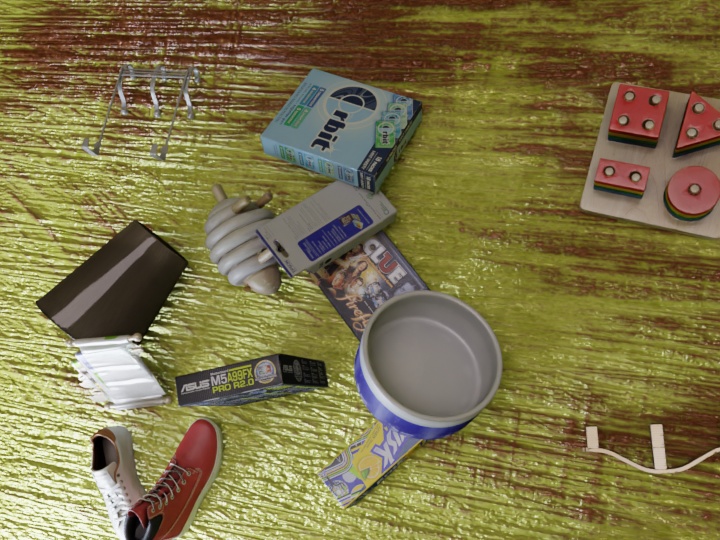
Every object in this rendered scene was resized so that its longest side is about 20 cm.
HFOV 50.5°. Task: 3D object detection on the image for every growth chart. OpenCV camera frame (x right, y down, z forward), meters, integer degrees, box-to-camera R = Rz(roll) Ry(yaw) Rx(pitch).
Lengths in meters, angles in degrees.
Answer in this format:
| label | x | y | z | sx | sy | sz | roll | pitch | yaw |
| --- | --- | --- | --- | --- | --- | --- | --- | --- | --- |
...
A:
| label | x | y | z | sx | sy | sz | roll | pitch | yaw |
| --- | --- | --- | --- | --- | --- | --- | --- | --- | --- |
| growth chart | -0.386 | 0.166 | 1.215 | 0.145 | 0.200 | 0.018 | -1 | 47 | 8 |

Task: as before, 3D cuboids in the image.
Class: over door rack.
| label | x | y | z | sx | sy | sz | roll | pitch | yaw |
| --- | --- | --- | --- | --- | --- | --- | --- | --- | --- |
| over door rack | -0.373 | -0.268 | 1.324 | 0.148 | 0.067 | 0.200 | 6 | 62 | 17 |

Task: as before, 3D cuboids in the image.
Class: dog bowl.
| label | x | y | z | sx | sy | sz | roll | pitch | yaw |
| --- | --- | --- | --- | --- | --- | --- | --- | --- | --- |
| dog bowl | 0.093 | 0.132 | 1.078 | 0.200 | 0.079 | 0.200 | 6 | 57 | -9 |

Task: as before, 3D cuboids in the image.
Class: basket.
| label | x | y | z | sx | sy | sz | roll | pitch | yaw |
| --- | --- | --- | --- | --- | --- | --- | --- | --- | --- |
| basket | -0.389 | 0.029 | 1.252 | 0.180 | 0.136 | 0.200 | 43 | 84 | -27 |

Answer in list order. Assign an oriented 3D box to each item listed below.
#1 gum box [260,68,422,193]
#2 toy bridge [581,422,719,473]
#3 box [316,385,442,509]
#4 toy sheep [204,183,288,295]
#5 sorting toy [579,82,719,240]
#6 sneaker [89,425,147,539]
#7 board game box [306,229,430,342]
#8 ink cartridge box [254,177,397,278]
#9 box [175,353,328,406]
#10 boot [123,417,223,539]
| label | x | y | z | sx | sy | sz | roll | pitch | yaw |
| --- | --- | --- | --- | --- | --- | --- | --- | --- | --- |
| gum box | -0.028 | -0.225 | 1.205 | 0.200 | 0.045 | 0.170 | 21 | 60 | 18 |
| toy bridge | 0.408 | 0.243 | 1.048 | 0.200 | 0.027 | 0.067 | -5 | 81 | 15 |
| box | 0.037 | 0.260 | 1.131 | 0.200 | 0.064 | 0.070 | -42 | 73 | 5 |
| toy sheep | -0.181 | -0.051 | 1.209 | 0.138 | 0.138 | 0.200 | -27 | 79 | 10 |
| sorting toy | 0.436 | -0.165 | 1.086 | 0.199 | 0.070 | 0.200 | 15 | 85 | 17 |
| sneaker | -0.396 | 0.351 | 1.227 | 0.073 | 0.085 | 0.200 | -22 | 77 | 9 |
| board game box | 0.000 | 0.000 | 1.199 | 0.135 | 0.035 | 0.200 | -40 | 73 | 6 |
| ink cartridge box | -0.052 | -0.068 | 1.158 | 0.200 | 0.039 | 0.099 | -32 | 72 | -18 |
| box | -0.154 | 0.165 | 1.128 | 0.160 | 0.200 | 0.044 | -15 | 77 | 14 |
| boot | -0.288 | 0.323 | 1.169 | 0.072 | 0.144 | 0.200 | 19 | 85 | 19 |
